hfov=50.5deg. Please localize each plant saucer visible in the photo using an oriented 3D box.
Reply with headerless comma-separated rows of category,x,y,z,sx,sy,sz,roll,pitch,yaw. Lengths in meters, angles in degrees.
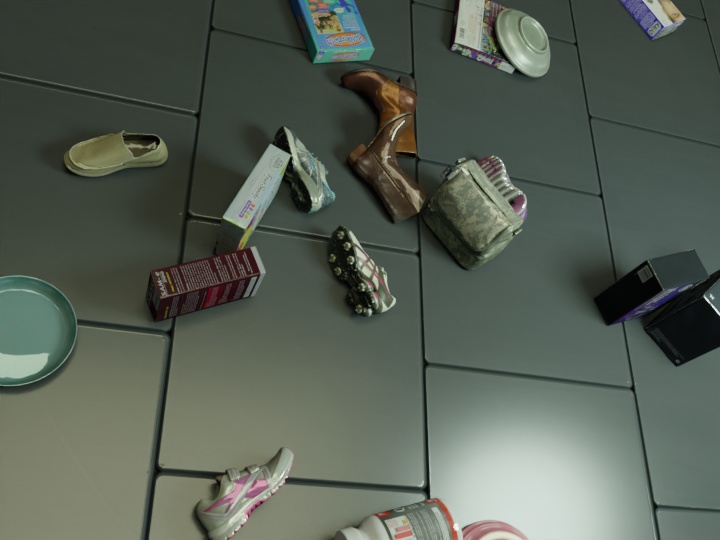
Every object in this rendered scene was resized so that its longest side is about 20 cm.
plant saucer,0.438,-0.605,1.995,0.200,0.050,0.200,17,61,-32
plant saucer,-0.589,0.104,1.302,0.200,0.027,0.200,8,62,-16
plant saucer,0.250,0.550,1.371,0.200,0.051,0.201,9,62,-17

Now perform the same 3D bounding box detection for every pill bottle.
pill bottle,0.064,0.467,1.305,0.200,0.116,0.116,-7,67,-24

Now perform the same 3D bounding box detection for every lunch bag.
lunch bag,0.246,-0.126,1.643,0.139,0.168,0.200,-31,78,-30

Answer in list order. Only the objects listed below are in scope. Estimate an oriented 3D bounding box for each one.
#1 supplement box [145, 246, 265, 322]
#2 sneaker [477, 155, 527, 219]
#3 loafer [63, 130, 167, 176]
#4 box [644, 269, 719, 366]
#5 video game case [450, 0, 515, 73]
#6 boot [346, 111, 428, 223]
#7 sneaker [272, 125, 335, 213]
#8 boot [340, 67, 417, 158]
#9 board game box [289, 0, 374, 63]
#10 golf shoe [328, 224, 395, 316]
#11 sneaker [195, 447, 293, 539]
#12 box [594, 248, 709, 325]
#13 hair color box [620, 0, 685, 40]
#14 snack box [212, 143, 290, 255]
supplement box,-0.286,0.025,1.406,0.200,0.109,0.061,-15,70,-27
sneaker,0.325,-0.179,1.760,0.080,0.088,0.200,-33,52,10
loafer,-0.476,-0.236,1.491,0.200,0.068,0.076,-14,70,-26
box,0.789,0.092,1.715,0.200,0.198,0.123,-33,79,-30
video game case,0.330,-0.630,2.008,0.181,0.036,0.200,16,60,-13
boot,0.096,-0.223,1.673,0.186,0.064,0.200,-40,78,3
sneaker,-0.120,-0.216,1.621,0.086,0.078,0.200,-15,77,-39
boot,0.041,-0.358,1.765,0.188,0.068,0.200,10,72,-19
board game box,-0.071,-0.594,1.837,0.152,0.045,0.200,-10,68,-25
golf shoe,0.000,0.000,1.557,0.088,0.077,0.200,-7,68,-45
sneaker,-0.195,0.362,1.284,0.088,0.081,0.200,46,58,4
box,0.639,0.039,1.684,0.141,0.200,0.079,-14,70,-25
hair color box,0.857,-0.790,2.269,0.109,0.065,0.200,-26,77,-30
snack box,-0.212,-0.130,1.491,0.053,0.142,0.200,29,58,-4
